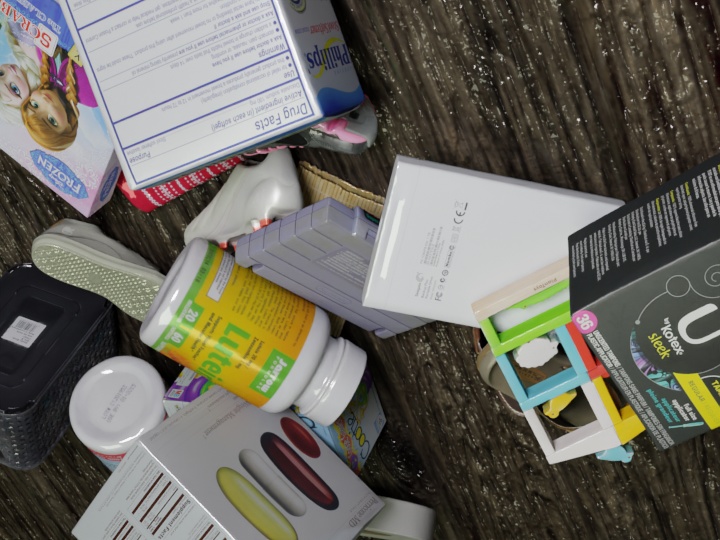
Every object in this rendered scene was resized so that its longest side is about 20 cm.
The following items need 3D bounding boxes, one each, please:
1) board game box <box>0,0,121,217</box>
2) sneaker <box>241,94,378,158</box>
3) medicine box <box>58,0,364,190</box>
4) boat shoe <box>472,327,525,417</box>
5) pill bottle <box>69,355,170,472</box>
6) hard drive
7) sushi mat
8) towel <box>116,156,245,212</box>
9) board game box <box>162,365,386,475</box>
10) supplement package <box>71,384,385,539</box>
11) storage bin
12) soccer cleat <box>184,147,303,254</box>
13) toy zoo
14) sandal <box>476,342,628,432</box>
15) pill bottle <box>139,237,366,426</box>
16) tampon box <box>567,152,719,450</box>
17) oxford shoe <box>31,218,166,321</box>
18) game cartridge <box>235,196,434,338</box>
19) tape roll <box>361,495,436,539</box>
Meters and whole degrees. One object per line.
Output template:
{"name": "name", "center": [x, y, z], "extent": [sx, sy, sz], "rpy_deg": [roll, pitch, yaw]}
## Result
{"name": "board game box", "center": [-0.295, -0.182, 1.222], "extent": [0.199, 0.041, 0.200], "rpy_deg": [37, 133, 6]}
{"name": "sneaker", "center": [-0.077, -0.135, 1.137], "extent": [0.198, 0.079, 0.096], "rpy_deg": [22, 133, 16]}
{"name": "medicine box", "center": [-0.121, -0.190, 1.028], "extent": [0.180, 0.103, 0.202], "rpy_deg": [-17, 98, 24]}
{"name": "boat shoe", "center": [0.135, 0.067, 1.207], "extent": [0.070, 0.071, 0.202], "rpy_deg": [2, 130, 27]}
{"name": "pill bottle", "center": [-0.244, 0.182, 1.463], "extent": [0.107, 0.110, 0.201], "rpy_deg": [15, 156, 17]}
{"name": "hard drive", "center": [0.111, -0.015, 1.099], "extent": [0.197, 0.027, 0.133], "rpy_deg": [11, 114, -8]}
{"name": "sushi mat", "center": [-0.039, -0.016, 1.271], "extent": [0.095, 0.012, 0.201], "rpy_deg": [26, 137, 4]}
{"name": "towel", "center": [-0.192, -0.139, 1.243], "extent": [0.199, 0.023, 0.145], "rpy_deg": [-22, 116, 41]}
{"name": "board game box", "center": [-0.090, 0.148, 1.381], "extent": [0.198, 0.103, 0.106], "rpy_deg": [3, 129, 28]}
{"name": "supplement package", "center": [-0.121, 0.234, 1.238], "extent": [0.200, 0.191, 0.147], "rpy_deg": [43, 121, 8]}
{"name": "storage bin", "center": [-0.365, 0.100, 1.422], "extent": [0.134, 0.201, 0.095], "rpy_deg": [18, 136, 14]}
{"name": "soccer cleat", "center": [-0.110, -0.061, 1.242], "extent": [0.068, 0.079, 0.199], "rpy_deg": [5, 166, -31]}
{"name": "toy zoo", "center": [0.193, 0.084, 1.123], "extent": [0.130, 0.021, 0.201], "rpy_deg": [-26, 114, 8]}
{"name": "sandal", "center": [0.194, 0.112, 1.174], "extent": [0.198, 0.054, 0.081], "rpy_deg": [20, 119, -24]}
{"name": "pill bottle", "center": [-0.097, 0.064, 1.231], "extent": [0.199, 0.112, 0.111], "rpy_deg": [31, 138, -13]}
{"name": "tampon box", "center": [0.278, 0.012, 0.994], "extent": [0.199, 0.127, 0.150], "rpy_deg": [-29, 113, 22]}
{"name": "oxford shoe", "center": [-0.249, 0.001, 1.380], "extent": [0.198, 0.058, 0.075], "rpy_deg": [27, 132, -16]}
{"name": "game cartridge", "center": [0.000, 0.000, 1.196], "extent": [0.129, 0.039, 0.199], "rpy_deg": [-25, 140, 37]}
{"name": "tape roll", "center": [-0.017, 0.262, 1.414], "extent": [0.200, 0.038, 0.203], "rpy_deg": [9, 167, 2]}
